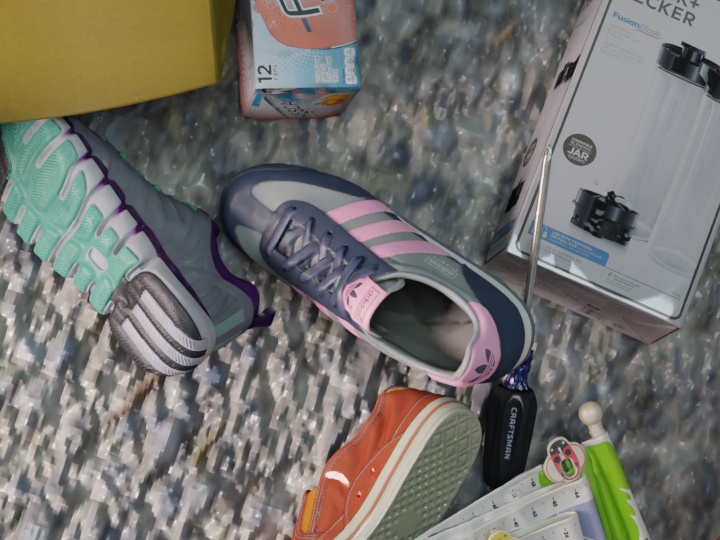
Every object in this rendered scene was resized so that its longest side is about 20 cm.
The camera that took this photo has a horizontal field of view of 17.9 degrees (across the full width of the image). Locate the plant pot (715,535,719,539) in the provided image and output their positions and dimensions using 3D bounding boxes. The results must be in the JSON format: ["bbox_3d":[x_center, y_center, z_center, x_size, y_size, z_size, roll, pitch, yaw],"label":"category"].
[{"bbox_3d":[0.251,0.228,1.235,0.176,0.200,0.200,-36,86,-4],"label":"plant pot"}]

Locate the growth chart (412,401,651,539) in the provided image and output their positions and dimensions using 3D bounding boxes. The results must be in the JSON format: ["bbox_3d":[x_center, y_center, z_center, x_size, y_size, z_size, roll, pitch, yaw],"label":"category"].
[{"bbox_3d":[0.086,0.186,1.277,0.200,0.018,0.145,-33,105,-19],"label":"growth chart"}]

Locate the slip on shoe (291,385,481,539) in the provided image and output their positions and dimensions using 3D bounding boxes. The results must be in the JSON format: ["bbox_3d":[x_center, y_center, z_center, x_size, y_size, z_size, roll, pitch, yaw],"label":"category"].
[{"bbox_3d":[-0.010,0.150,1.268,0.061,0.074,0.200,29,82,42],"label":"slip on shoe"}]

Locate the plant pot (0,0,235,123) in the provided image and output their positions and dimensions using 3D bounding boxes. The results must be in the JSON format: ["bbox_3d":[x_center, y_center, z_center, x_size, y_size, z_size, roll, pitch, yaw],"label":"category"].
[{"bbox_3d":[-0.151,-0.197,1.204,0.176,0.200,0.201,7,64,2],"label":"plant pot"}]

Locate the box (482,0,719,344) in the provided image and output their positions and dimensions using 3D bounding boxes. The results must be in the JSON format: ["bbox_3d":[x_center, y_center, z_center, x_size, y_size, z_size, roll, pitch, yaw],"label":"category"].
[{"bbox_3d":[0.162,-0.073,1.340,0.116,0.060,0.201,24,75,-4],"label":"box"}]

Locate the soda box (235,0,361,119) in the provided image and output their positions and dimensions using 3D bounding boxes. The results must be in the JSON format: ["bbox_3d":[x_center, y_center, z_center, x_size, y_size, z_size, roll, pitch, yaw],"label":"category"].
[{"bbox_3d":[-0.041,-0.192,1.322,0.063,0.068,0.201,-3,80,-11],"label":"soda box"}]

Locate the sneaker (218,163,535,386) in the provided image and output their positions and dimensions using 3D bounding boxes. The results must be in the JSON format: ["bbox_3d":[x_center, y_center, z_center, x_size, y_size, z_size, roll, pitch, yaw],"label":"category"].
[{"bbox_3d":[0.000,0.000,1.262,0.200,0.082,0.070,26,107,14],"label":"sneaker"}]

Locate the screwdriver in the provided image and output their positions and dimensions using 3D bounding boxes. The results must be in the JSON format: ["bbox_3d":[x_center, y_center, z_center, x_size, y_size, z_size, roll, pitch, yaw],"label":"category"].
[{"bbox_3d":[0.096,0.029,1.282,0.029,0.028,0.201,20,108,27],"label":"screwdriver"}]

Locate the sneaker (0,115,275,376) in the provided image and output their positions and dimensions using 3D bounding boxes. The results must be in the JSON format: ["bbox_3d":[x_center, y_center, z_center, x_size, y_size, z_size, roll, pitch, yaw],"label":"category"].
[{"bbox_3d":[-0.134,-0.030,1.288,0.087,0.074,0.200,-22,71,-49],"label":"sneaker"}]
